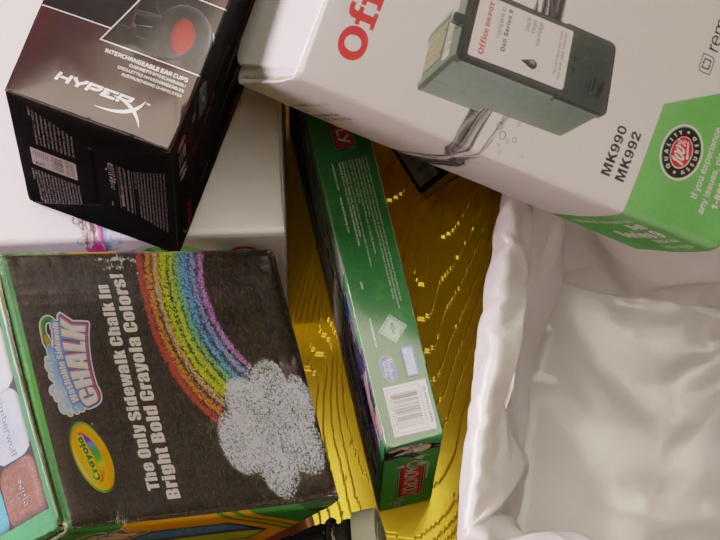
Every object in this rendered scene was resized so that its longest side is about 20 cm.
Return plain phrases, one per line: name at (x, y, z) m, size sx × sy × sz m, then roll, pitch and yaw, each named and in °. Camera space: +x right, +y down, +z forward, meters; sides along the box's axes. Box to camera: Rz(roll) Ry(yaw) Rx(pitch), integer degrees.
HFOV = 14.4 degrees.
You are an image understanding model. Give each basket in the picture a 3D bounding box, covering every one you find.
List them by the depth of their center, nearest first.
basket at (0.148, 0.063, 1.302) m, size 0.199 × 0.161 × 0.199 m, roll 8°, pitch 73°, yaw 2°

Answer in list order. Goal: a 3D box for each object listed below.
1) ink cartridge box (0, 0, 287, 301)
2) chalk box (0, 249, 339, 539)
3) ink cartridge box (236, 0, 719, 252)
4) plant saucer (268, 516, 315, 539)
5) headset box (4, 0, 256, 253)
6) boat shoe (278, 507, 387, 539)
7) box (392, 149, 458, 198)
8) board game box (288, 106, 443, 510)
ink cartridge box at (-0.134, -0.060, 1.340) m, size 0.199 × 0.147 × 0.147 m, roll -2°, pitch 73°, yaw -2°
chalk box at (-0.133, 0.069, 1.227) m, size 0.199 × 0.124 × 0.125 m, roll -1°, pitch 69°, yaw -42°
ink cartridge box at (0.069, -0.108, 1.172) m, size 0.199 × 0.084 × 0.147 m, roll 20°, pitch 86°, yaw -19°
plant saucer at (-0.118, 0.147, 1.336) m, size 0.199 × 0.037 × 0.201 m, roll 0°, pitch 74°, yaw -1°
headset box at (-0.076, -0.128, 1.208) m, size 0.075 × 0.149 × 0.201 m, roll 20°, pitch 73°, yaw 3°
boat shoe at (-0.007, 0.210, 1.288) m, size 0.066 × 0.075 × 0.200 m, roll -9°, pitch 98°, yaw 5°
box at (0.112, -0.118, 1.318) m, size 0.200 × 0.160 × 0.049 m, roll -35°, pitch 88°, yaw -15°
board game box at (0.000, 0.000, 1.331) m, size 0.029 × 0.135 × 0.201 m, roll -12°, pitch 74°, yaw -4°
